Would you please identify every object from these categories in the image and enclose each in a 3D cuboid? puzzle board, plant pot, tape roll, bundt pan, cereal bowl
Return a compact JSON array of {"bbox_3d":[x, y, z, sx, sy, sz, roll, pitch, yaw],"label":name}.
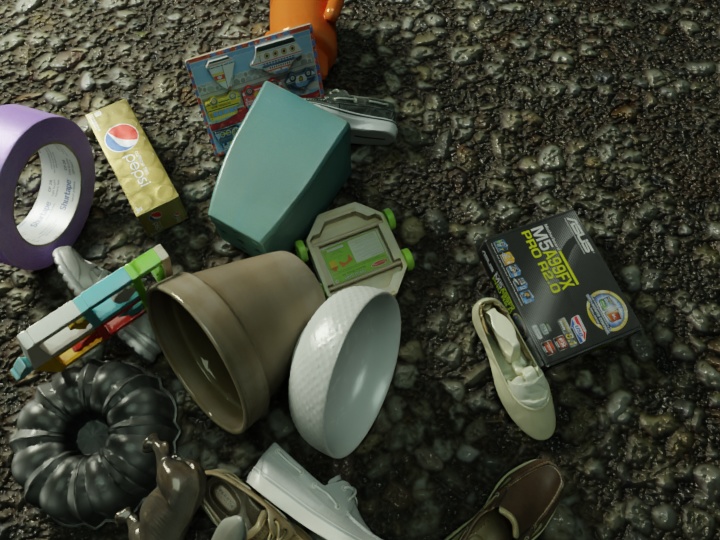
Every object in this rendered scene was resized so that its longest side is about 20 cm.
[{"bbox_3d":[-0.151,-0.274,0.856,0.196,0.153,0.017,-22,43,-14],"label":"puzzle board"},{"bbox_3d":[-0.139,0.068,0.697,0.200,0.202,0.172,45,53,16],"label":"plant pot"},{"bbox_3d":[-0.434,-0.107,0.731,0.064,0.201,0.204,14,65,4],"label":"tape roll"},{"bbox_3d":[-0.324,0.199,0.673,0.196,0.076,0.207,1,65,-3],"label":"bundt pan"},{"bbox_3d":[-0.121,-0.124,0.798,0.139,0.142,0.203,28,73,9],"label":"plant pot"},{"bbox_3d":[-0.027,0.114,0.672,0.082,0.201,0.203,14,64,24],"label":"cereal bowl"}]

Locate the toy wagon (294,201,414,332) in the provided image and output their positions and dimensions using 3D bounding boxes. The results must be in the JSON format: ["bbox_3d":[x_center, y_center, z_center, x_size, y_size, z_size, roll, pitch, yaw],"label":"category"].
[{"bbox_3d":[0.000,0.000,0.801,0.152,0.040,0.204,-20,71,-13],"label":"toy wagon"}]

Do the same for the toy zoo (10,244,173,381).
[{"bbox_3d":[-0.304,0.055,0.640,0.199,0.131,0.021,-39,83,-23],"label":"toy zoo"}]

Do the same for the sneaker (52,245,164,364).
[{"bbox_3d":[-0.328,0.034,0.754,0.199,0.075,0.082,42,63,2],"label":"sneaker"}]

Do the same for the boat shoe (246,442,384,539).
[{"bbox_3d":[-0.040,0.278,0.666,0.197,0.072,0.069,26,66,18],"label":"boat shoe"}]

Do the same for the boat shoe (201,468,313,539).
[{"bbox_3d":[-0.116,0.308,0.643,0.198,0.065,0.072,35,68,12],"label":"boat shoe"}]

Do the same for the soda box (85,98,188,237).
[{"bbox_3d":[-0.333,-0.155,0.834,0.067,0.064,0.202,-28,71,-15],"label":"soda box"}]

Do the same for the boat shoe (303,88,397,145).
[{"bbox_3d":[-0.036,-0.249,0.887,0.195,0.072,0.073,6,71,-18],"label":"boat shoe"}]

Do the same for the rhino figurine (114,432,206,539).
[{"bbox_3d":[-0.229,0.294,0.620,0.086,0.059,0.205,20,91,31],"label":"rhino figurine"}]

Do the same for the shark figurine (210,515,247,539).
[{"bbox_3d":[-0.142,0.377,0.595,0.089,0.126,0.219,-21,91,-52],"label":"shark figurine"}]

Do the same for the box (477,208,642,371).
[{"bbox_3d":[0.283,0.026,0.807,0.157,0.044,0.204,-17,69,-11],"label":"box"}]

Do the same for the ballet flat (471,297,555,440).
[{"bbox_3d":[0.206,0.125,0.746,0.068,0.070,0.203,-20,69,-12],"label":"ballet flat"}]

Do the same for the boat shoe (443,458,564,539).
[{"bbox_3d":[0.176,0.301,0.661,0.201,0.075,0.075,-38,73,-18],"label":"boat shoe"}]

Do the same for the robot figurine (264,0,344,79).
[{"bbox_3d":[-0.094,-0.408,0.934,0.114,0.144,0.205,4,64,-19],"label":"robot figurine"}]
